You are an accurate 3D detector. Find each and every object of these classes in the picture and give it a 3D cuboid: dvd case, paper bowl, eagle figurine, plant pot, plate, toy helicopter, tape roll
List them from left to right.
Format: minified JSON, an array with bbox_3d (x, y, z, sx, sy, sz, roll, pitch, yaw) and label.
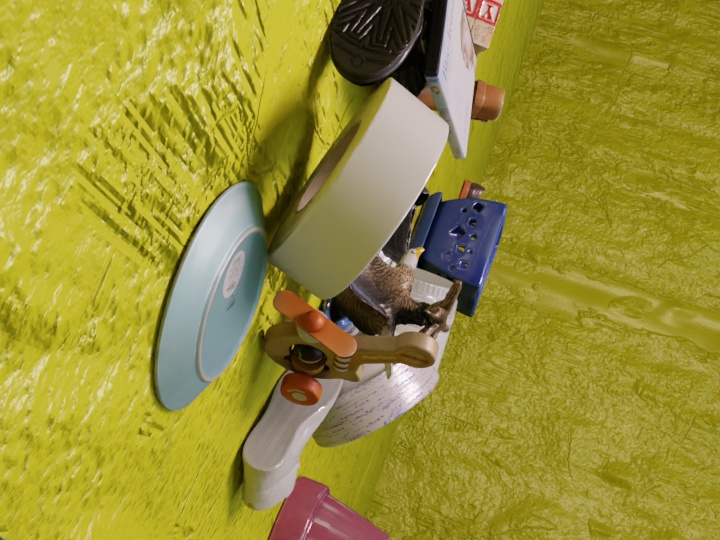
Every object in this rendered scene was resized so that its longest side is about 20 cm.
[{"bbox_3d":[-0.116,0.025,0.749,0.200,0.025,0.204,20,89,-80],"label":"plate"},{"bbox_3d":[-0.053,0.468,1.453,0.200,0.176,0.204,19,90,-81],"label":"plant pot"},{"bbox_3d":[-0.014,0.077,0.932,0.133,0.196,0.080,60,36,-46],"label":"toy helicopter"},{"bbox_3d":[-0.005,-0.075,0.820,0.203,0.070,0.203,-52,-168,16],"label":"tape roll"},{"bbox_3d":[0.002,0.151,1.231,0.198,0.106,0.201,-29,-176,2],"label":"paper bowl"},{"bbox_3d":[0.020,0.011,1.033,0.154,0.198,0.151,-65,166,24],"label":"eagle figurine"},{"bbox_3d":[0.200,-0.044,1.908,0.201,0.177,0.203,81,30,-68],"label":"plant pot"},{"bbox_3d":[0.106,-0.236,1.007,0.200,0.017,0.146,51,45,-66],"label":"dvd case"}]

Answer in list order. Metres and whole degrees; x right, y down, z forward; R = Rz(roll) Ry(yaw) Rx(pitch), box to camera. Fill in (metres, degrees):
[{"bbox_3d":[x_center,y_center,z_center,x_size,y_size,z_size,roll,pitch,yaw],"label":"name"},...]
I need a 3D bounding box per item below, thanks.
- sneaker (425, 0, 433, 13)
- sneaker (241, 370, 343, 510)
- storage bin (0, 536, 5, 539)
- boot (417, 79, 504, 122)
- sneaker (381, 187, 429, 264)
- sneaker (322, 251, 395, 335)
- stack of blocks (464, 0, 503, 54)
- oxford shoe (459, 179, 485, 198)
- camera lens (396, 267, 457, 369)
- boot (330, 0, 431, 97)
[{"bbox_3d":[0.080,-0.334,1.059,0.100,0.069,0.203,86,19,-62],"label":"sneaker"},{"bbox_3d":[-0.090,0.206,1.107,0.200,0.073,0.117,-49,159,-44],"label":"sneaker"},{"bbox_3d":[-0.191,0.211,0.395,0.135,0.144,0.202,-51,160,-34],"label":"storage bin"},{"bbox_3d":[0.111,-0.234,1.145,0.200,0.152,0.075,-47,155,-66],"label":"boot"},{"bbox_3d":[0.048,-0.117,1.160,0.060,0.102,0.203,69,40,-74],"label":"sneaker"},{"bbox_3d":[0.000,0.000,1.203,0.085,0.076,0.204,35,73,-75],"label":"sneaker"},{"bbox_3d":[0.140,-0.351,1.203,0.200,0.057,0.117,-147,-105,-81],"label":"stack of blocks"},{"bbox_3d":[0.320,-0.165,2.650,0.071,0.071,0.204,-49,156,-66],"label":"oxford shoe"},{"bbox_3d":[0.078,0.104,1.559,0.160,0.157,0.204,-22,130,-77],"label":"camera lens"},{"bbox_3d":[0.028,-0.229,0.921,0.159,0.078,0.214,93,18,-56],"label":"boot"}]
